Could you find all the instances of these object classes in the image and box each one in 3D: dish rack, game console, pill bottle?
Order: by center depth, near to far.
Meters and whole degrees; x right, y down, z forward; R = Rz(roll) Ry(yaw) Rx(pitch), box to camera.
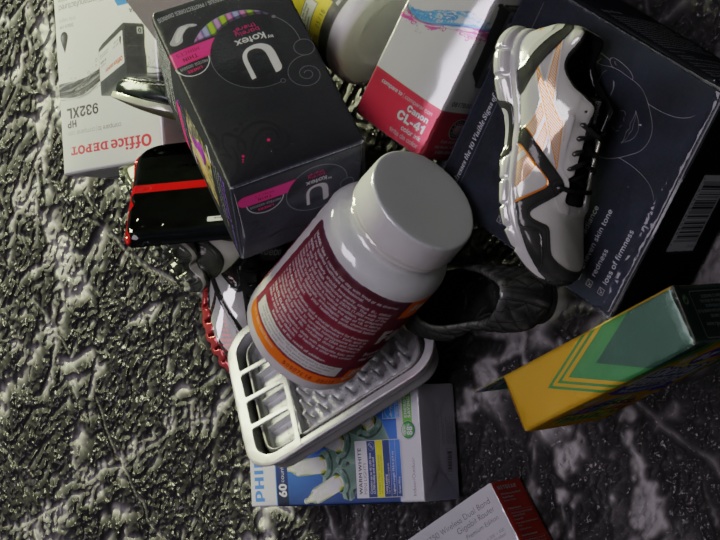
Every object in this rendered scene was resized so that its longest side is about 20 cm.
[{"bbox_3d":[0.000,0.000,1.454,0.200,0.113,0.115,-48,63,41],"label":"pill bottle"},{"bbox_3d":[-0.020,0.080,1.581,0.199,0.044,0.172,-33,41,15],"label":"dish rack"},{"bbox_3d":[-0.108,-0.071,1.588,0.198,0.177,0.031,-6,121,-1],"label":"game console"},{"bbox_3d":[-0.041,-0.267,1.603,0.200,0.114,0.115,43,115,29],"label":"pill bottle"}]

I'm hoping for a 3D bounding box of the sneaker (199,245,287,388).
[{"bbox_3d":[-0.107,0.017,1.684,0.097,0.070,0.202,-26,74,37],"label":"sneaker"}]

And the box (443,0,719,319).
[{"bbox_3d":[0.195,-0.098,1.417,0.196,0.123,0.201,37,112,30],"label":"box"}]

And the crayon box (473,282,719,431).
[{"bbox_3d":[0.205,0.075,1.411,0.199,0.125,0.052,-31,73,34],"label":"crayon box"}]

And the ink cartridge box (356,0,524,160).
[{"bbox_3d":[0.103,-0.195,1.473,0.085,0.147,0.201,40,114,29],"label":"ink cartridge box"}]

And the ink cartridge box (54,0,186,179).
[{"bbox_3d":[-0.224,-0.199,1.764,0.144,0.083,0.203,-6,87,37],"label":"ink cartridge box"}]

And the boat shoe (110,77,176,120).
[{"bbox_3d":[-0.135,-0.167,1.635,0.197,0.074,0.067,12,91,25],"label":"boat shoe"}]

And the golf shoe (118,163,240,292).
[{"bbox_3d":[-0.162,-0.050,1.659,0.200,0.088,0.078,44,159,49],"label":"golf shoe"}]

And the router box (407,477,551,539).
[{"bbox_3d":[0.097,0.308,1.544,0.200,0.049,0.181,-40,68,31],"label":"router box"}]

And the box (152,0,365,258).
[{"bbox_3d":[-0.086,-0.132,1.504,0.106,0.121,0.201,87,159,-57],"label":"box"}]

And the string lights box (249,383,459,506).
[{"bbox_3d":[-0.009,0.160,1.616,0.198,0.059,0.104,-8,83,37],"label":"string lights box"}]

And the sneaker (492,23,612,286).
[{"bbox_3d":[0.149,-0.090,1.333,0.079,0.073,0.203,-8,86,36],"label":"sneaker"}]

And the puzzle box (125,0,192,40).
[{"bbox_3d":[-0.136,-0.220,1.641,0.132,0.200,0.026,5,57,36],"label":"puzzle box"}]

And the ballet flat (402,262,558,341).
[{"bbox_3d":[0.084,0.019,1.444,0.199,0.056,0.067,-8,68,57],"label":"ballet flat"}]
